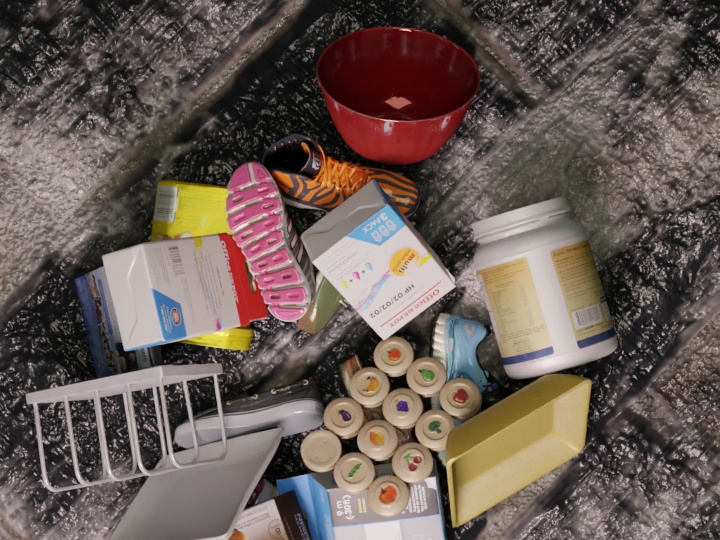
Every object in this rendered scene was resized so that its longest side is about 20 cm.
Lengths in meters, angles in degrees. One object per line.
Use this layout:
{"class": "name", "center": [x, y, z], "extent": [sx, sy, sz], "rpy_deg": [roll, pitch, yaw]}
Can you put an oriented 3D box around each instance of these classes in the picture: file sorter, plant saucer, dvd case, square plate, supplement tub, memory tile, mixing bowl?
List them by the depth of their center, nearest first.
{"class": "memory tile", "center": [0.036, 0.185, 1.636], "extent": [0.153, 0.017, 0.200], "rpy_deg": [32, 73, 20]}
{"class": "plant saucer", "center": [0.180, 0.208, 1.637], "extent": [0.200, 0.200, 0.048], "rpy_deg": [-29, 60, -12]}
{"class": "square plate", "center": [-0.200, 0.277, 1.641], "extent": [0.200, 0.198, 0.028], "rpy_deg": [-17, 115, 29]}
{"class": "file sorter", "center": [-0.279, 0.191, 1.658], "extent": [0.200, 0.139, 0.125], "rpy_deg": [-13, 83, 24]}
{"class": "supplement tub", "center": [0.222, 0.021, 1.661], "extent": [0.144, 0.144, 0.200], "rpy_deg": [-16, 89, 3]}
{"class": "mixing bowl", "center": [0.044, -0.201, 1.669], "extent": [0.200, 0.200, 0.109], "rpy_deg": [6, 132, 3]}
{"class": "dvd case", "center": [-0.302, 0.058, 1.679], "extent": [0.018, 0.200, 0.143], "rpy_deg": [-12, 87, -31]}

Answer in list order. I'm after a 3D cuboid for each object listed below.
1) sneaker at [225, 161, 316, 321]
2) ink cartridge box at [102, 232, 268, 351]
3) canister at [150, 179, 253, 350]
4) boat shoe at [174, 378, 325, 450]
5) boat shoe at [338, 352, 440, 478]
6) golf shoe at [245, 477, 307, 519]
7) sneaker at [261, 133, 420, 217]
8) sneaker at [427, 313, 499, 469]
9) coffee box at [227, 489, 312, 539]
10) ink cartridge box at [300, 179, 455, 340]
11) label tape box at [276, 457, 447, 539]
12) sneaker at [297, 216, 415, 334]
{"class": "sneaker", "center": [-0.105, -0.035, 1.658], "extent": [0.074, 0.087, 0.200], "rpy_deg": [-22, 87, 13]}
{"class": "ink cartridge box", "center": [-0.203, 0.021, 1.606], "extent": [0.067, 0.200, 0.116], "rpy_deg": [-15, 86, 33]}
{"class": "canister", "center": [-0.200, -0.007, 1.717], "extent": [0.148, 0.087, 0.201], "rpy_deg": [7, 89, 2]}
{"class": "boat shoe", "center": [-0.140, 0.185, 1.728], "extent": [0.200, 0.069, 0.057], "rpy_deg": [-12, 54, 10]}
{"class": "boat shoe", "center": [0.038, 0.193, 1.713], "extent": [0.074, 0.076, 0.200], "rpy_deg": [-26, 96, -2]}
{"class": "golf shoe", "center": [-0.135, 0.365, 1.719], "extent": [0.091, 0.075, 0.200], "rpy_deg": [22, 101, -18]}
{"class": "sneaker", "center": [-0.031, -0.109, 1.650], "extent": [0.200, 0.112, 0.078], "rpy_deg": [7, 73, 16]}
{"class": "sneaker", "center": [0.130, 0.155, 1.701], "extent": [0.090, 0.078, 0.201], "rpy_deg": [3, 90, 0]}
{"class": "coffee box", "center": [-0.158, 0.356, 1.634], "extent": [0.200, 0.080, 0.115], "rpy_deg": [-23, 83, 14]}
{"class": "ink cartridge box", "center": [0.034, 0.001, 1.648], "extent": [0.115, 0.068, 0.200], "rpy_deg": [-37, 126, 7]}
{"class": "label tape box", "center": [0.004, 0.318, 1.663], "extent": [0.200, 0.066, 0.144], "rpy_deg": [-8, 106, 2]}
{"class": "sneaker", "center": [0.000, 0.000, 1.712], "extent": [0.090, 0.067, 0.201], "rpy_deg": [25, 88, 9]}
